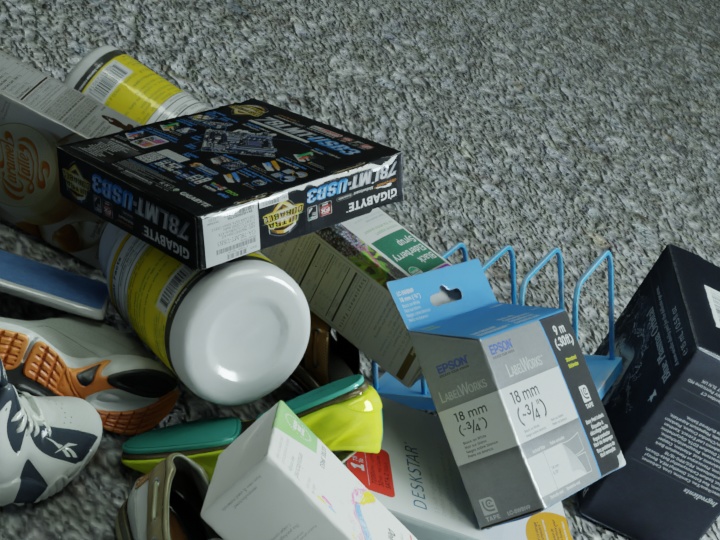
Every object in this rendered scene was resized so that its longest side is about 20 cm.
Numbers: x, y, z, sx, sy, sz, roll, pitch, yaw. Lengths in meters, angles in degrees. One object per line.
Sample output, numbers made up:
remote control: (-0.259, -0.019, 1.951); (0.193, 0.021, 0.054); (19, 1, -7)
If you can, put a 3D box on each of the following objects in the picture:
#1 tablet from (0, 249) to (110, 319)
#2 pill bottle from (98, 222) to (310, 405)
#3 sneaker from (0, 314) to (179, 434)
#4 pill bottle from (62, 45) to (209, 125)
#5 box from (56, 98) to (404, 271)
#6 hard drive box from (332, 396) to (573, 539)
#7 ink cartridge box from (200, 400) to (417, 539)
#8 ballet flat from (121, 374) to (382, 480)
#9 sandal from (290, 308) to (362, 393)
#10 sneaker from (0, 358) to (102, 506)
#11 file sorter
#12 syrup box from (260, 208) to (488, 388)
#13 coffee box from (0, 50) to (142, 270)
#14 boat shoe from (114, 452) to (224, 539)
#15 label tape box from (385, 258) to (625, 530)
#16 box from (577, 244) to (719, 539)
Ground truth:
tablet: (-0.294, -0.003, 1.271); (0.199, 0.014, 0.130); (19, 7, -8)
pill bottle: (-0.130, 0.015, 1.258); (0.112, 0.113, 0.200); (10, 16, -34)
sneaker: (-0.239, 0.066, 1.213); (0.199, 0.076, 0.092); (19, 19, -36)
pill bottle: (-0.188, -0.117, 1.530); (0.199, 0.112, 0.111); (34, 27, 9)
box: (-0.103, -0.074, 1.261); (0.198, 0.050, 0.199); (-18, 30, -37)
hard drive box: (0.059, 0.189, 1.268); (0.199, 0.077, 0.156); (20, 27, -17)
ink cartridge box: (-0.013, 0.195, 1.108); (0.200, 0.067, 0.117); (46, 11, -9)
ballet flat: (-0.077, 0.135, 1.191); (0.199, 0.067, 0.067); (-16, 11, 6)
sandal: (-0.029, 0.073, 1.356); (0.082, 0.055, 0.201); (-22, 74, -53)
sneaker: (-0.240, 0.088, 1.083); (0.198, 0.130, 0.080); (-4, 43, -44)
file sorter: (0.118, 0.048, 1.433); (0.199, 0.124, 0.139); (3, 17, 23)
syrup box: (0.000, 0.000, 1.349); (0.200, 0.082, 0.079); (37, 32, 17)
coffee box: (-0.285, -0.103, 1.408); (0.199, 0.115, 0.080); (27, 26, -2)
boat shoe: (-0.108, 0.207, 1.077); (0.074, 0.069, 0.200); (7, 34, -40)
label tape box: (0.115, 0.082, 1.251); (0.144, 0.063, 0.201); (-14, 81, -55)
box: (0.289, 0.118, 1.481); (0.117, 0.201, 0.197); (25, 26, -10)
